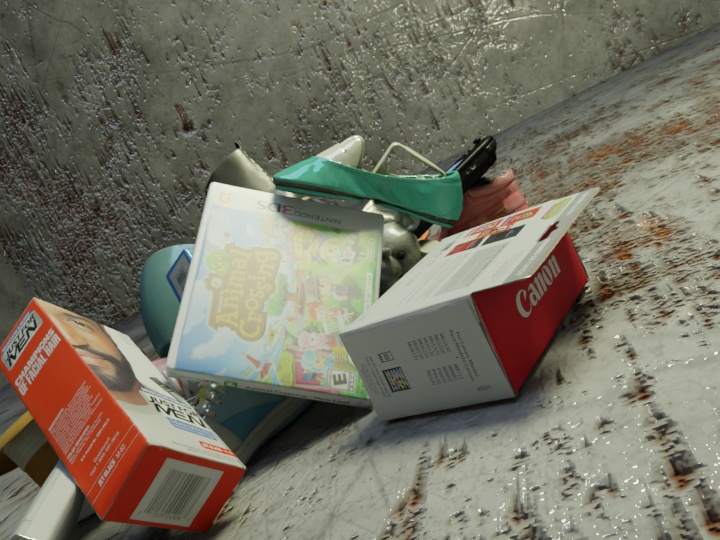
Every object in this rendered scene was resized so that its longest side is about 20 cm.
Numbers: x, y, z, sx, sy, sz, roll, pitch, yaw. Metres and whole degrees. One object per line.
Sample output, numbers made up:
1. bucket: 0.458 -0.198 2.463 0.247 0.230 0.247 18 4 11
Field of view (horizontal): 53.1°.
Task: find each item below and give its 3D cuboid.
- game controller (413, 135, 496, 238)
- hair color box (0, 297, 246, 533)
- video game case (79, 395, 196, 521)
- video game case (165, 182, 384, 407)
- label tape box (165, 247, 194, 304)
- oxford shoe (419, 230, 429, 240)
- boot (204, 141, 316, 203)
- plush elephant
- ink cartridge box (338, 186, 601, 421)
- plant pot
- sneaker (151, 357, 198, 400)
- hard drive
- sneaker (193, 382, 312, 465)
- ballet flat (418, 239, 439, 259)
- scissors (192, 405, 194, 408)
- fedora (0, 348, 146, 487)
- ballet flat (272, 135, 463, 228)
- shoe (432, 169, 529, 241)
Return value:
1. game controller: 0.090 -0.093 0.905 0.200 0.042 0.104 -44 13 -9
2. hair color box: -0.190 0.110 0.563 0.198 0.111 0.065 33 87 36
3. video game case: -0.264 0.216 0.810 0.197 0.024 0.182 -29 10 -3
4. video game case: -0.070 0.016 0.666 0.177 0.204 0.022 10 -33 -7
5. label tape box: -0.143 0.040 0.975 0.198 0.146 0.063 -3 -37 -51
6. oxford shoe: 0.029 -0.021 1.041 0.199 0.072 0.072 -35 -20 -42
7. boot: -0.158 -0.038 0.858 0.201 0.138 0.078 -50 -7 -12
8. plush elephant: 0.000 0.000 0.793 0.151 0.168 0.201 -8 27 18
9. ink cartridge box: 0.109 0.023 0.590 0.173 0.085 0.199 -20 12 40
10. plant pot: -0.257 0.077 1.130 0.197 0.200 0.137 -22 47 27
11. sneaker: -0.252 0.150 0.960 0.198 0.077 0.104 -28 3 -30
12. hard drive: -0.224 0.203 0.497 0.200 0.026 0.135 -157 86 -79
13. sneaker: -0.137 0.113 0.662 0.078 0.133 0.199 -16 14 41
14. ballet flat: 0.082 -0.008 0.904 0.070 0.067 0.199 -30 9 -19
15. scissors: -0.205 0.173 0.743 0.197 0.014 0.072 -24 14 -37
16. fedora: -0.277 0.166 0.723 0.200 0.082 0.201 -42 -4 -4
17. ballet flat: 0.012 -0.097 0.724 0.195 0.072 0.067 11 7 -9
18. shoe: 0.138 -0.065 0.972 0.197 0.093 0.071 -19 11 40
